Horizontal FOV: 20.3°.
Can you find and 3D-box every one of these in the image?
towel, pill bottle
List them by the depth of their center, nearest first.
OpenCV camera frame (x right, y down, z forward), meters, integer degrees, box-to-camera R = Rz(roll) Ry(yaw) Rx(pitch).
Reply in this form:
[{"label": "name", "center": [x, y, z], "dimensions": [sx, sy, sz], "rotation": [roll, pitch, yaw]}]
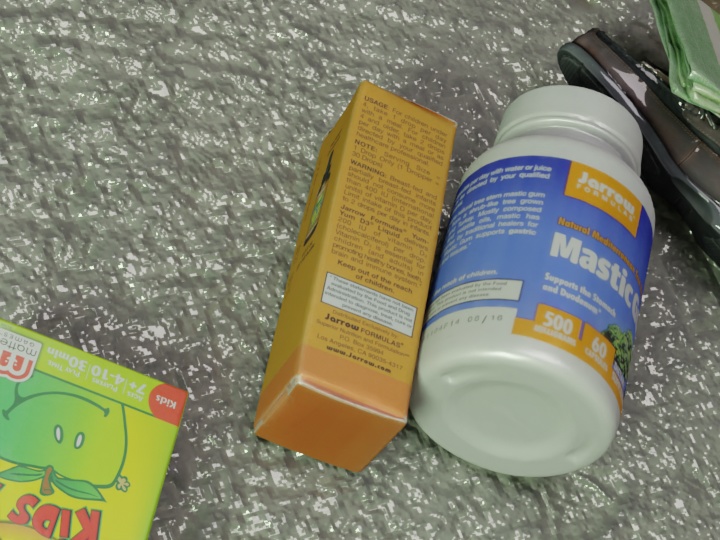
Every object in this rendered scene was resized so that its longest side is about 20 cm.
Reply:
[{"label": "pill bottle", "center": [0.098, -0.001, 1.075], "dimensions": [0.112, 0.112, 0.201], "rotation": [24, 53, -11]}, {"label": "towel", "center": [0.253, -0.089, 1.207], "dimensions": [0.200, 0.023, 0.153], "rotation": [35, 27, -20]}]

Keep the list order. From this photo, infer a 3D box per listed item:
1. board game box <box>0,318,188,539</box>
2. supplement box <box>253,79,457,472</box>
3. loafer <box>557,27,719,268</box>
[{"label": "board game box", "center": [-0.153, 0.129, 0.908], "dimensions": [0.101, 0.048, 0.201], "rotation": [22, 53, -13]}, {"label": "supplement box", "center": [0.000, 0.000, 1.055], "dimensions": [0.069, 0.067, 0.201], "rotation": [20, 54, -14]}, {"label": "loafer", "center": [0.199, -0.070, 1.187], "dimensions": [0.063, 0.072, 0.200], "rotation": [-40, 90, -9]}]
